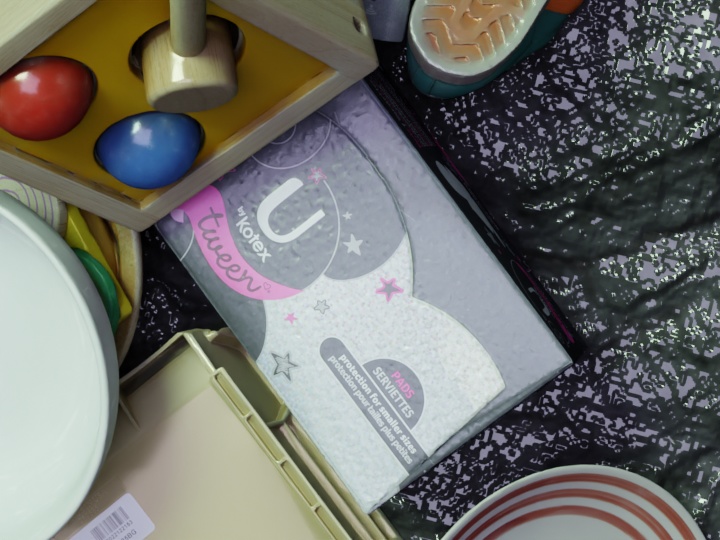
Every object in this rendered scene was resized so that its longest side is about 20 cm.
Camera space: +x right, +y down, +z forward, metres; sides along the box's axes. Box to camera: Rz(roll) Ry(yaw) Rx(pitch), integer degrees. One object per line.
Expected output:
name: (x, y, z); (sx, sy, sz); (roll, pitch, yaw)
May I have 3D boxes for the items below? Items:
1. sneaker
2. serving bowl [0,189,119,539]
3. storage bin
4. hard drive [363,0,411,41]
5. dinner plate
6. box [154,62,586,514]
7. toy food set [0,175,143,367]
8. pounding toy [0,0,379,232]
sneaker: (0.092, -0.163, 1.265); (0.071, 0.080, 0.200); (45, 77, 3)
serving bowl: (-0.202, 0.042, 1.221); (0.199, 0.066, 0.202); (5, 107, 15)
storage bin: (-0.092, 0.163, 1.291); (0.200, 0.094, 0.199); (-38, 86, 9)
hard drive: (-0.031, -0.210, 1.181); (0.139, 0.033, 0.201); (11, 126, 1)
dinner plate: (0.093, 0.191, 1.251); (0.199, 0.024, 0.202); (-7, 103, -29)
box: (0.000, 0.000, 1.258); (0.132, 0.115, 0.200); (-37, 86, 8)
toy food set: (-0.188, -0.019, 1.283); (0.198, 0.049, 0.201); (-36, 79, 38)
pounding toy: (-0.094, -0.114, 1.108); (0.199, 0.184, 0.143); (-32, 55, 28)
